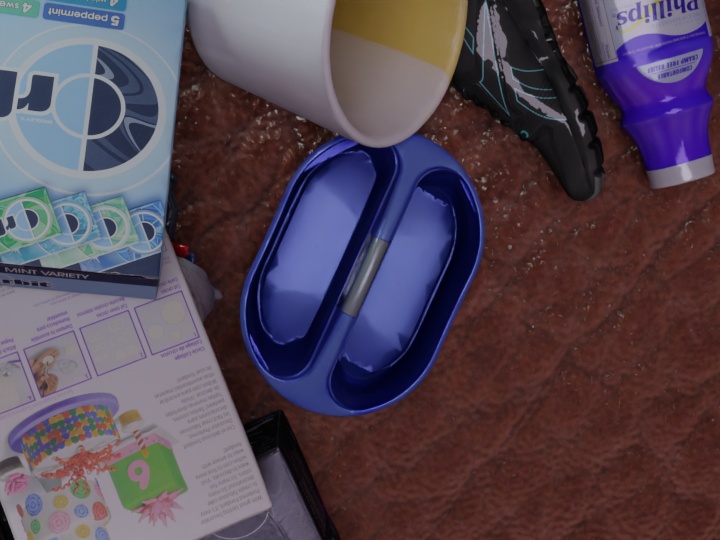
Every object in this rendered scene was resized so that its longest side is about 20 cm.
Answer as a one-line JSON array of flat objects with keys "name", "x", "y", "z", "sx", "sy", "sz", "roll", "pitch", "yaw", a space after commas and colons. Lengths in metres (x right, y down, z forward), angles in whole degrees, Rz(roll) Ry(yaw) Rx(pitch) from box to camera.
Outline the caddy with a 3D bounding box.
[{"name": "caddy", "x": 0.000, "y": 0.000, "z": 0.747, "sx": 0.141, "sy": 0.105, "sz": 0.201, "roll": 24, "pitch": 93, "yaw": -6}]

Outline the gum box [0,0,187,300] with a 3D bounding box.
[{"name": "gum box", "x": -0.194, "y": -0.091, "z": 0.637, "sx": 0.169, "sy": 0.045, "sz": 0.201, "roll": 6, "pitch": 70, "yaw": -12}]

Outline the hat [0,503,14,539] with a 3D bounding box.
[{"name": "hat", "x": -0.224, "y": 0.148, "z": 0.752, "sx": 0.200, "sy": 0.081, "sz": 0.202, "roll": 7, "pitch": 102, "yaw": 37}]

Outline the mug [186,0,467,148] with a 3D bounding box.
[{"name": "mug", "x": -0.022, "y": -0.174, "z": 0.718, "sx": 0.153, "sy": 0.186, "sz": 0.150, "roll": 19, "pitch": 119, "yaw": 34}]

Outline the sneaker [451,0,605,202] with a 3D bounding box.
[{"name": "sneaker", "x": 0.112, "y": -0.136, "z": 0.770, "sx": 0.079, "sy": 0.075, "sz": 0.201, "roll": -24, "pitch": 95, "yaw": 19}]

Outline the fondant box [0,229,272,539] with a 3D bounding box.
[{"name": "fondant box", "x": -0.157, "y": 0.078, "z": 0.657, "sx": 0.144, "sy": 0.058, "sz": 0.201, "roll": -21, "pitch": 84, "yaw": -16}]

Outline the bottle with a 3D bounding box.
[{"name": "bottle", "x": 0.205, "y": -0.160, "z": 0.765, "sx": 0.083, "sy": 0.065, "sz": 0.201, "roll": -15, "pitch": 96, "yaw": -3}]

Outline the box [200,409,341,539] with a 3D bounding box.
[{"name": "box", "x": -0.074, "y": 0.223, "z": 0.759, "sx": 0.132, "sy": 0.115, "sz": 0.201, "roll": -24, "pitch": 96, "yaw": -1}]

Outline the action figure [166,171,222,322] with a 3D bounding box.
[{"name": "action figure", "x": -0.193, "y": 0.026, "z": 0.744, "sx": 0.192, "sy": 0.105, "sz": 0.201, "roll": 3, "pitch": 94, "yaw": 6}]
